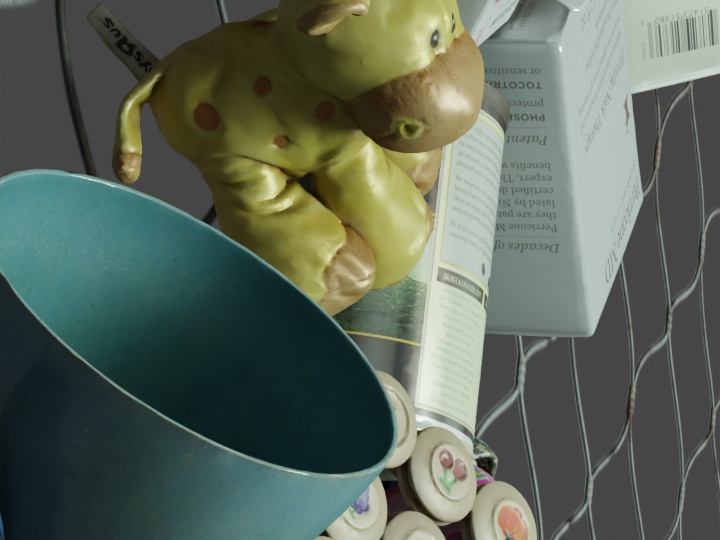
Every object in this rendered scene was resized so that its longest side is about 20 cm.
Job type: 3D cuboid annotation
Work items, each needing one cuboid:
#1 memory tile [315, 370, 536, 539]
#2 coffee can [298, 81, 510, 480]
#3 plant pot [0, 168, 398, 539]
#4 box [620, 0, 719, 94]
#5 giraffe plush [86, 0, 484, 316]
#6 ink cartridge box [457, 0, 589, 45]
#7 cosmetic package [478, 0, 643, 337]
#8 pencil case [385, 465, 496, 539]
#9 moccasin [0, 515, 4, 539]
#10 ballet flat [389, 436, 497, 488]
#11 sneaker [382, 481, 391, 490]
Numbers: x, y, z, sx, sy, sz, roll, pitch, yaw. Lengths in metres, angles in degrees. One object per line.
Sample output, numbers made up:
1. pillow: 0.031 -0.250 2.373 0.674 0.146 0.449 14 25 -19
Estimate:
1. memory tile: 0.011 0.127 1.316 0.200 0.017 0.154 43 48 -28
2. coffee can: 0.000 0.000 1.462 0.146 0.146 0.201 45 48 -65
3. plant pot: -0.103 0.071 1.136 0.135 0.200 0.200 -56 171 19
4. box: 0.179 -0.197 1.769 0.200 0.095 0.078 -114 -167 -60
5. giraffe plush: -0.008 -0.094 1.276 0.200 0.162 0.173 36 44 -24
6. ink cartridge box: 0.032 -0.179 1.467 0.068 0.200 0.115 -61 173 25
7. cosmetic package: 0.070 -0.089 1.641 0.168 0.166 0.201 -63 150 -53
8. pencil case: -0.014 0.161 1.387 0.199 0.087 0.088 -17 111 -30
9. moccasin: -0.169 0.132 1.055 0.200 0.080 0.068 69 23 -46
10. ballet flat: 0.033 0.178 1.489 0.072 0.072 0.201 56 47 -60
11. sneaker: -0.009 0.151 1.561 0.114 0.076 0.200 62 36 -59
